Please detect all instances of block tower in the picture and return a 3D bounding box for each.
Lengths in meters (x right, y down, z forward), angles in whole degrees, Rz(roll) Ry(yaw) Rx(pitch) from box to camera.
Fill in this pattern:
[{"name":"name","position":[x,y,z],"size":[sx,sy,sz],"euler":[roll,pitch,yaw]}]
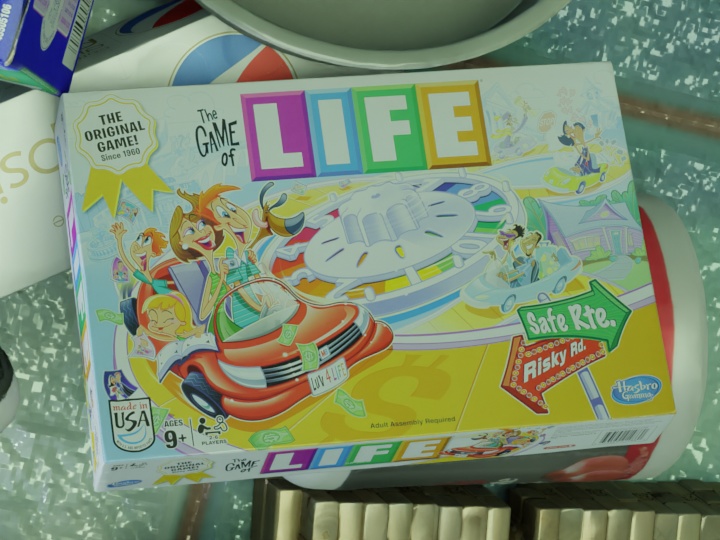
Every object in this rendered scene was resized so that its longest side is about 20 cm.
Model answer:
[{"name":"block tower","position":[0.058,0.112,1.146],"size":[0.199,0.054,0.058],"euler":[2,100,-17]}]

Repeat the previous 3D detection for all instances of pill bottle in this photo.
[{"name":"pill bottle","position":[0.020,0.026,1.088],"size":[0.199,0.111,0.112],"euler":[0,100,-17]}]

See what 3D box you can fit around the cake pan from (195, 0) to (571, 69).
[{"name":"cake pan","position":[-0.002,-0.158,1.045],"size":[0.199,0.037,0.202],"euler":[5,69,-12]}]

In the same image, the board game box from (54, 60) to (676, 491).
[{"name":"board game box","position":[0.000,0.000,1.011],"size":[0.199,0.034,0.135],"euler":[-5,70,-12]}]

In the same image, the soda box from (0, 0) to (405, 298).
[{"name":"soda box","position":[-0.084,-0.053,1.067],"size":[0.199,0.064,0.068],"euler":[-24,106,-12]}]

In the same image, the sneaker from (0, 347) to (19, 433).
[{"name":"sneaker","position":[-0.207,0.063,1.026],"size":[0.199,0.076,0.077],"euler":[-10,118,18]}]

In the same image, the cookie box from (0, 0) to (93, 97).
[{"name":"cookie box","position":[-0.188,-0.121,0.940],"size":[0.199,0.171,0.076],"euler":[17,90,0]}]
